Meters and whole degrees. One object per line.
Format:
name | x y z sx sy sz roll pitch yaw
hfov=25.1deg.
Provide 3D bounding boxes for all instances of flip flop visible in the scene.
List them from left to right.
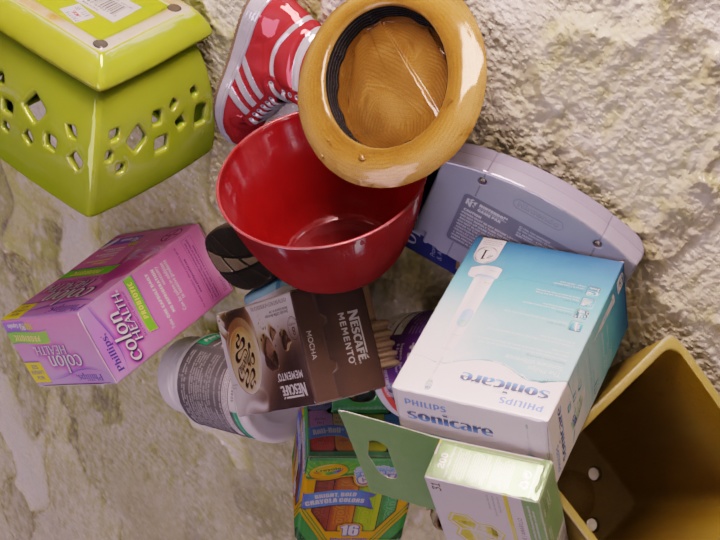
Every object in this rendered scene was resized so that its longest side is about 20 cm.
flip flop | -0.090 -0.041 1.755 0.200 0.058 0.081 -30 94 38

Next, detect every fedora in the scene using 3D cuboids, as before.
fedora | 0.038 -0.161 1.457 0.200 0.201 0.082 23 176 31

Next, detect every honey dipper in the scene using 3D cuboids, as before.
honey dipper | 0.000 0.000 1.608 0.038 0.038 0.201 -20 80 52

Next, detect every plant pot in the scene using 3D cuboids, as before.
plant pot | -0.276 -0.206 1.687 0.200 0.199 0.182 32 134 23
plant pot | 0.239 0.206 1.520 0.196 0.194 0.200 53 157 -5

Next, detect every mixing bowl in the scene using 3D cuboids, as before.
mixing bowl | -0.028 -0.051 1.518 0.199 0.200 0.109 22 143 32

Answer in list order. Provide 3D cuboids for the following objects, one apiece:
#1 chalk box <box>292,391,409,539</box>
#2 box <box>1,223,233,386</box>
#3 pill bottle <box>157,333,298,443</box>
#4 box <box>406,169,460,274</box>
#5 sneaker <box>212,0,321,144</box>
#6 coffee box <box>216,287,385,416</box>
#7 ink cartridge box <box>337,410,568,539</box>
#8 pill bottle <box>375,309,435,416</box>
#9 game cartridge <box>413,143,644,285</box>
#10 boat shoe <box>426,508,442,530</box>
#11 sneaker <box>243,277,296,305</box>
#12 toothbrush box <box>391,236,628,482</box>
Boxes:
chalk box | -0.006 0.189 1.767 0.124 0.124 0.201 1 137 -7
box | -0.286 0.041 1.903 0.175 0.200 0.097 -6 118 49
pill bottle | -0.150 0.134 1.909 0.200 0.113 0.114 6 126 52
box | 0.047 -0.079 1.593 0.199 0.032 0.122 31 140 25
sneaker | -0.078 -0.177 1.603 0.112 0.071 0.200 40 141 18
coffee box | -0.063 0.079 1.625 0.200 0.079 0.114 -16 86 63
ink cartridge box | 0.077 0.197 1.407 0.199 0.048 0.146 10 145 22
pill bottle | 0.112 0.090 1.606 0.199 0.111 0.112 -9 115 49
game cartridge | 0.155 -0.034 1.485 0.199 0.041 0.134 29 144 4
boat shoe | 0.098 0.224 1.600 0.076 0.074 0.200 51 -171 -33
sneaker | -0.038 0.052 1.760 0.131 0.079 0.200 58 153 -8
toothbrush box | 0.136 0.074 1.424 0.146 0.200 0.086 10 136 24
